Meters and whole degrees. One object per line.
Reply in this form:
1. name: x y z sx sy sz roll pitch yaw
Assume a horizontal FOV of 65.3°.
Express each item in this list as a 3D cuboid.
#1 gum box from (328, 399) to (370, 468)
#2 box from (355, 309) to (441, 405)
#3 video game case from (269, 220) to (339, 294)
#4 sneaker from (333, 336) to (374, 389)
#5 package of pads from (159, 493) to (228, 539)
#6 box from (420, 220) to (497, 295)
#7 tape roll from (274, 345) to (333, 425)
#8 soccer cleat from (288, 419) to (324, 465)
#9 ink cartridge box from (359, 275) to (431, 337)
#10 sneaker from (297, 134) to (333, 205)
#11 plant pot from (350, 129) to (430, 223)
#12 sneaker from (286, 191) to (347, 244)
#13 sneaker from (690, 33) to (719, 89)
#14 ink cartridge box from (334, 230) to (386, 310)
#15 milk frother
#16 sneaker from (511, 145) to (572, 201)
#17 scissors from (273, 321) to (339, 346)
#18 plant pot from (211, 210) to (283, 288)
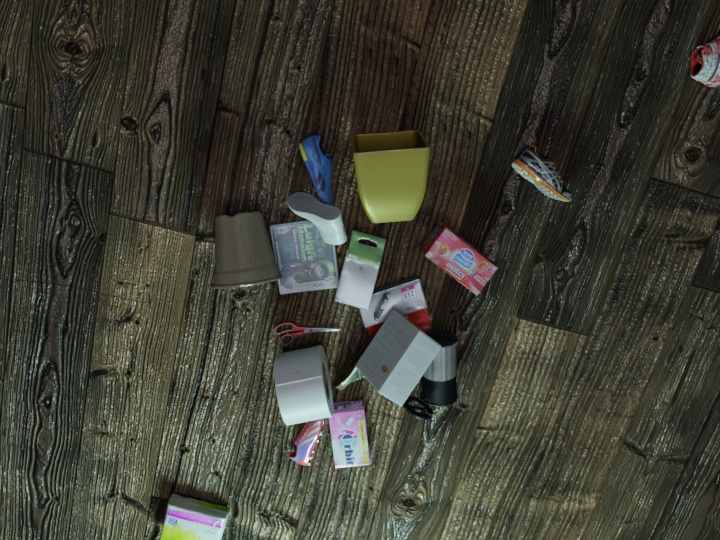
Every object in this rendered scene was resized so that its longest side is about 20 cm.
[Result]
1. gum box: -0.035 0.503 1.745 0.110 0.066 0.206 -6 106 0
2. box: 0.104 0.242 1.578 0.106 0.152 0.202 35 91 -33
3. video game case: -0.157 -0.040 1.604 0.176 0.023 0.206 -7 106 -1
4. sneaker: 0.011 0.298 1.687 0.089 0.068 0.201 33 108 -20
5. package of pads: -0.539 0.827 1.820 0.194 0.068 0.159 17 105 -7
6. box: 0.276 -0.036 1.584 0.198 0.096 0.101 36 101 -12
7. tape roll: -0.161 0.330 1.621 0.135 0.203 0.209 -11 107 2
8. soccer cleat: -0.164 0.515 1.748 0.074 0.067 0.205 17 108 -3
9. ink cartridge box: 0.102 0.129 1.654 0.195 0.044 0.178 -17 105 3
10. sneaker: -0.100 -0.264 1.519 0.077 0.066 0.205 -21 106 0
11. plant pot: 0.075 -0.240 1.474 0.189 0.195 0.206 -4 116 -1
12. sneaker: -0.118 -0.134 1.528 0.074 0.198 0.117 -43 140 -22
13. sneaker: 0.940 -0.590 1.463 0.105 0.067 0.207 12 108 -8
14. ink cartridge box: 0.000 0.000 1.586 0.101 0.059 0.206 15 90 2
15. milk frother: 0.202 0.304 1.629 0.174 0.201 0.194 -3 107 3
16. sneaker: 0.511 -0.261 1.541 0.198 0.078 0.078 36 93 -13
17. scissors: -0.160 0.173 1.670 0.194 0.014 0.075 -15 105 4
18. plant pot: -0.316 -0.061 1.518 0.194 0.201 0.190 -6 96 0
